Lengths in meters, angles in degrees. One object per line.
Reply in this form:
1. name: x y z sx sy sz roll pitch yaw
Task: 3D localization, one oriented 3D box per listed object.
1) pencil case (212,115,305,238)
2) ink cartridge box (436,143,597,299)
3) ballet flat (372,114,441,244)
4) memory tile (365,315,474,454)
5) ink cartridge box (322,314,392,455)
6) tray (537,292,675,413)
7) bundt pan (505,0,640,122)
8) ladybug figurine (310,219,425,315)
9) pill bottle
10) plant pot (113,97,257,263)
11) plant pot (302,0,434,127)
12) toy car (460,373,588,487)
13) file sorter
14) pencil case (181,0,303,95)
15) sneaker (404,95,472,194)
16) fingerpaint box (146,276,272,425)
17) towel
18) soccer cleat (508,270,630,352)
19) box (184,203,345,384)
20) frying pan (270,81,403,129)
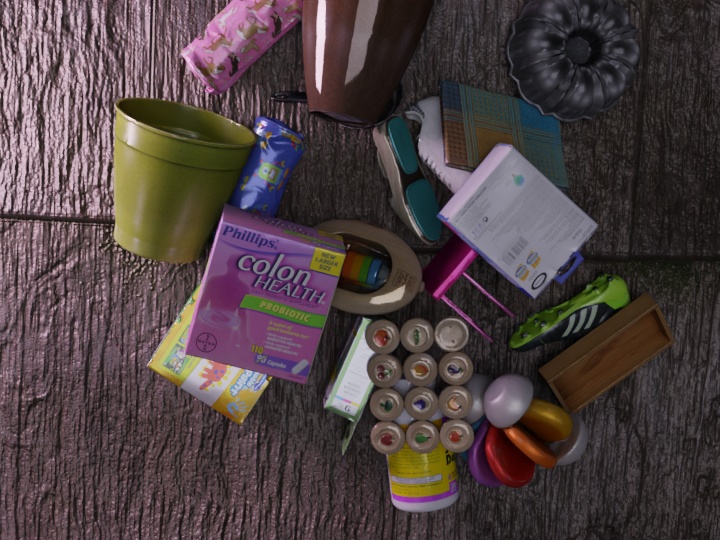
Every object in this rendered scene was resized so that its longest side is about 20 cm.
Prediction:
1. pencil case: -0.145 -0.122 1.688 0.087 0.078 0.201 20 95 -12
2. ink cartridge box: 0.225 -0.058 1.584 0.200 0.076 0.137 40 93 -11
3. ballet flat: 0.064 -0.131 1.710 0.069 0.069 0.201 -17 92 -2
4. memory tile: 0.085 0.165 1.652 0.153 0.017 0.201 -2 99 8
5. ink cartridge box: -0.013 0.161 1.720 0.059 0.104 0.201 22 96 -6
6. tray: 0.373 0.128 1.756 0.200 0.037 0.099 -35 131 1
7. bundt pan: 0.318 -0.320 1.681 0.201 0.076 0.203 0 88 -11
8. ladybug figurine: 0.000 0.000 1.699 0.199 0.072 0.136 20 79 12
9. pill bottle: 0.087 0.252 1.738 0.104 0.104 0.201 -8 98 -3
10. plant pot: -0.266 -0.121 1.637 0.200 0.200 0.194 15 108 -6
11. plant pot: -0.005 -0.307 1.607 0.186 0.187 0.201 12 88 -5
12. toy car: 0.217 0.246 1.694 0.175 0.200 0.150 35 70 -23
13. file sorter: 0.202 -0.012 1.698 0.125 0.139 0.200 40 93 -11
14. pencil case: -0.163 -0.341 1.659 0.200 0.087 0.083 -41 129 2
15. sneaker: 0.130 -0.161 1.690 0.080 0.076 0.201 -18 71 -1
16. fingerpaint box: -0.190 0.097 1.714 0.167 0.073 0.200 33 93 -8
17. towel: 0.205 -0.193 1.672 0.199 0.022 0.147 10 61 -22
18. soccer cleat: 0.321 0.080 1.756 0.200 0.068 0.081 -30 111 0
19. box: -0.132 0.033 1.608 0.175 0.097 0.201 16 104 -9
20. frying pan: -0.028 -0.236 1.683 0.189 0.031 0.115 -19 57 4
